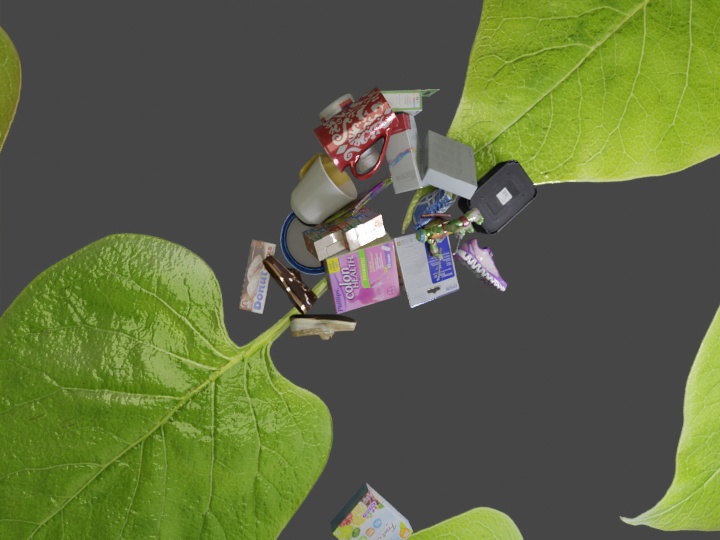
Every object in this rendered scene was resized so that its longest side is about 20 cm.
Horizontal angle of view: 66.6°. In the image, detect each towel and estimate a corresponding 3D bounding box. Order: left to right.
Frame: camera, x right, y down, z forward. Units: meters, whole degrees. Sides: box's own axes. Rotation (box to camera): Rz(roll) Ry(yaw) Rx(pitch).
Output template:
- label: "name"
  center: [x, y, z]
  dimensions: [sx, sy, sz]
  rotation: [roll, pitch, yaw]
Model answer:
- label: "towel"
  center: [-0.005, -0.185, 1.480]
  dimensions: [0.023, 0.142, 0.200]
  rotation: [54, 51, -11]

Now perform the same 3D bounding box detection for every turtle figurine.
- label: "turtle figurine"
  center: [0.261, -0.084, 1.542]
  dimensions: [0.191, 0.200, 0.146]
  rotation: [-26, 137, -22]

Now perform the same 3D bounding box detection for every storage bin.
- label: "storage bin"
  center: [0.406, -0.217, 1.631]
  dimensions: [0.199, 0.094, 0.136]
  rotation: [-41, 99, -2]

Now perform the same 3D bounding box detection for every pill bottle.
- label: "pill bottle"
  center: [-0.022, -0.379, 1.542]
  dimensions: [0.110, 0.111, 0.202]
  rotation: [-32, 98, -4]

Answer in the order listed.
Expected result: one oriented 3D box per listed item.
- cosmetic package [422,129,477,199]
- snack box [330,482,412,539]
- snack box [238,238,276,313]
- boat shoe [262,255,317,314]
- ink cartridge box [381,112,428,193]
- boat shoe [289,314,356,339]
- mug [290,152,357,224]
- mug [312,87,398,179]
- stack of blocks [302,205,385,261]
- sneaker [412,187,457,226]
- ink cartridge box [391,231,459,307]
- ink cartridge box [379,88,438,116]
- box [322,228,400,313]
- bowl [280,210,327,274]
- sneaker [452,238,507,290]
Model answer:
- label: "cosmetic package"
  center: [0.251, -0.303, 1.556]
  dimensions: [0.147, 0.203, 0.052]
  rotation: [17, 134, -8]
- label: "snack box"
  center: [0.034, 0.785, 1.676]
  dimensions: [0.200, 0.068, 0.169]
  rotation: [43, 87, -11]
- label: "snack box"
  center: [-0.297, 0.017, 1.580]
  dimensions: [0.070, 0.024, 0.205]
  rotation: [11, 93, -11]
- label: "boat shoe"
  center: [-0.200, 0.030, 1.571]
  dimensions: [0.070, 0.070, 0.202]
  rotation: [-44, 114, -19]
- label: "ink cartridge box"
  center: [0.124, -0.327, 1.543]
  dimensions: [0.081, 0.146, 0.205]
  rotation: [-12, 97, 18]
- label: "boat shoe"
  center: [-0.110, 0.167, 1.602]
  dimensions: [0.194, 0.074, 0.068]
  rotation: [3, 98, 2]
- label: "mug"
  center: [-0.109, -0.215, 1.500]
  dimensions: [0.152, 0.188, 0.149]
  rotation: [-39, 108, 23]
- label: "mug"
  center: [0.003, -0.354, 1.433]
  dimensions: [0.198, 0.134, 0.179]
  rotation: [-35, 114, 6]
- label: "stack of blocks"
  center: [-0.046, -0.101, 1.495]
  dimensions: [0.197, 0.115, 0.060]
  rotation: [-26, 121, -18]
- label: "sneaker"
  center: [0.228, -0.206, 1.612]
  dimensions: [0.075, 0.077, 0.201]
  rotation: [40, 90, -11]
- label: "ink cartridge box"
  center: [0.188, -0.016, 1.606]
  dimensions: [0.194, 0.047, 0.205]
  rotation: [-16, 98, -31]
- label: "ink cartridge box"
  center: [0.118, -0.473, 1.559]
  dimensions: [0.195, 0.104, 0.061]
  rotation: [-5, 96, -8]
- label: "box"
  center: [0.000, 0.000, 1.554]
  dimensions: [0.195, 0.097, 0.180]
  rotation: [-15, 120, -9]
- label: "bowl"
  center: [-0.134, -0.091, 1.587]
  dimensions: [0.195, 0.039, 0.206]
  rotation: [-1, 95, -9]
- label: "sneaker"
  center: [0.376, -0.021, 1.654]
  dimensions: [0.199, 0.080, 0.089]
  rotation: [41, 81, -9]
